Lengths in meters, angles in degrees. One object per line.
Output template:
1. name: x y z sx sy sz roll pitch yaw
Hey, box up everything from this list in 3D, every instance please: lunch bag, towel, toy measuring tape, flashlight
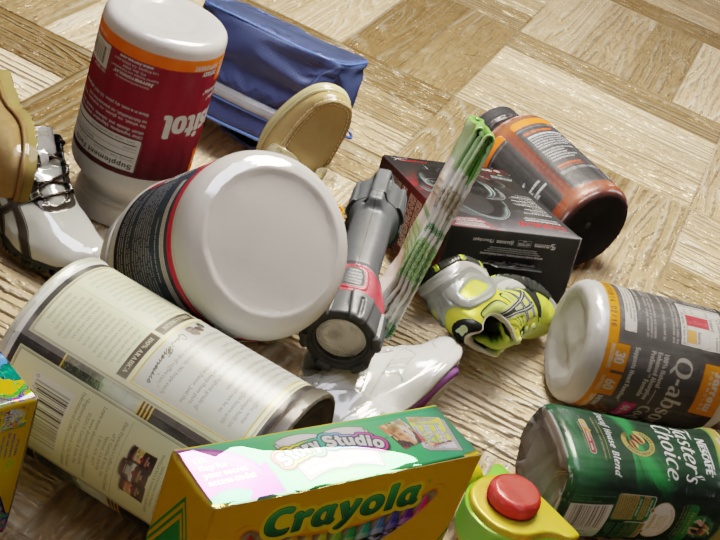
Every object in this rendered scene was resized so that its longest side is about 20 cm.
1. lunch bag: -0.094 -0.193 1.451 0.200 0.133 0.136 27 16 12
2. towel: 0.057 -0.044 1.205 0.031 0.200 0.149 27 10 -6
3. toy measuring tape: 0.129 0.213 1.010 0.073 0.074 0.200 -11 43 -41
4. flashlight: 0.000 0.000 1.120 0.068 0.068 0.200 52 28 -23

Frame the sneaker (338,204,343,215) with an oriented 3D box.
1. sneaker: -0.037 -0.039 1.297 0.077 0.073 0.200 -5 39 -31

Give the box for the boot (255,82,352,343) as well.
1. boot: -0.054 -0.050 1.188 0.073 0.200 0.156 23 26 -37

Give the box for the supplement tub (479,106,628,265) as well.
1. supplement tub: 0.199 -0.102 1.507 0.107 0.107 0.200 -3 39 -35

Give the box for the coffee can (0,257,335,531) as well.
1. coffee can: -0.139 0.100 0.944 0.200 0.147 0.146 30 32 14

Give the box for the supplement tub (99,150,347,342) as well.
1. supplement tub: -0.113 -0.011 1.060 0.140 0.141 0.200 1 -5 -31

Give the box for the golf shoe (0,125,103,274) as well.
1. golf shoe: -0.284 -0.073 1.181 0.200 0.095 0.078 40 34 26

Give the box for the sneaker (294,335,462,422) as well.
1. sneaker: 0.014 0.083 1.119 0.100 0.075 0.200 46 36 14

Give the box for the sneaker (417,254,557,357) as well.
1. sneaker: 0.122 0.047 1.247 0.200 0.075 0.077 14 47 -51

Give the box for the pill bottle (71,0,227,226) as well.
1. pill bottle: -0.198 -0.143 1.236 0.113 0.200 0.113 16 31 -10

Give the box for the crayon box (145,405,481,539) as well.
1. crayon box: -0.040 0.179 0.857 0.200 0.173 0.058 -6 40 -37

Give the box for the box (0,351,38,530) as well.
1. box: -0.348 0.084 0.868 0.192 0.122 0.200 -12 44 -43

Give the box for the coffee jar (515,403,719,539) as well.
1. coffee jar: 0.235 0.173 1.118 0.199 0.085 0.104 10 32 -18

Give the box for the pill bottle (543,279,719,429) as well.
1. pill bottle: 0.280 0.084 1.256 0.199 0.117 0.116 13 32 -12

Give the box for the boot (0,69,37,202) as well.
1. boot: -0.371 -0.114 1.085 0.200 0.066 0.175 1 32 -28

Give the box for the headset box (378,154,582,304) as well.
1. headset box: 0.113 -0.039 1.355 0.148 0.077 0.200 5 23 -24
